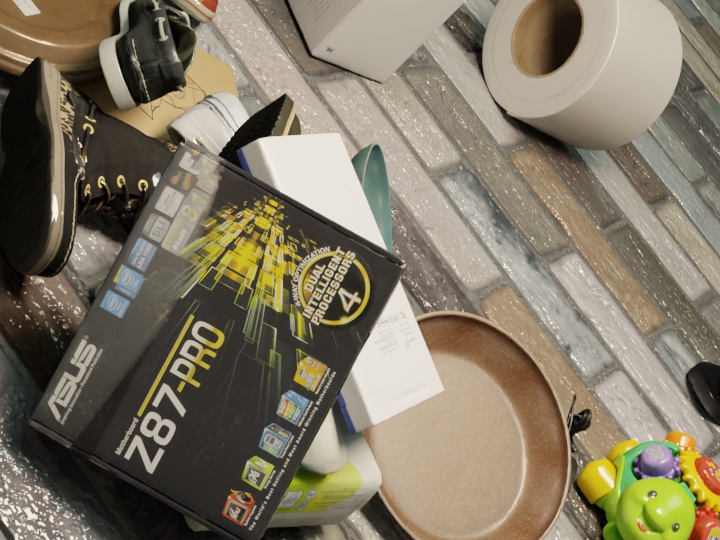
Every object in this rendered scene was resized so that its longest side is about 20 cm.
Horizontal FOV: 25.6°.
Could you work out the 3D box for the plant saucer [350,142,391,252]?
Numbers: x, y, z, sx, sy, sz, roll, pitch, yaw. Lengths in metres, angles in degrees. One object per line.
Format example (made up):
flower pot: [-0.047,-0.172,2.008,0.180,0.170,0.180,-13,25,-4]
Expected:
plant saucer: [0.000,0.000,1.258,0.200,0.027,0.203,0,90,-82]

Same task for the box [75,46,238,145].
box: [-0.177,-0.155,1.314,0.199,0.021,0.165,28,34,-36]

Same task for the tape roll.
tape roll: [0.263,-0.259,1.887,0.138,0.202,0.204,19,40,-44]

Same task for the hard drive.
hard drive: [-0.011,0.004,1.094,0.132,0.025,0.202,-14,81,-66]

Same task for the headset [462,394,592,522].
headset: [0.129,0.155,1.346,0.199,0.094,0.124,-17,72,-44]

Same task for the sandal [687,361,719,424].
sandal: [0.434,0.133,1.815,0.199,0.043,0.077,5,51,-53]

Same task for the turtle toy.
turtle toy: [0.274,0.214,1.423,0.146,0.101,0.199,55,28,11]

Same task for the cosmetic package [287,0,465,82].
cosmetic package: [0.018,-0.343,1.638,0.122,0.199,0.201,15,43,-46]

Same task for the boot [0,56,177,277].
boot: [-0.182,-0.053,1.133,0.150,0.073,0.201,29,29,-34]

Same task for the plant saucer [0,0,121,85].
plant saucer: [-0.266,-0.226,1.234,0.199,0.030,0.201,26,38,-22]

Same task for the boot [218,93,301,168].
boot: [-0.047,-0.023,1.153,0.138,0.077,0.201,40,41,-23]

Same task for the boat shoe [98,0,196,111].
boat shoe: [-0.155,-0.172,1.229,0.200,0.060,0.076,-95,168,-65]

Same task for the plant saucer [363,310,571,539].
plant saucer: [0.076,0.133,1.240,0.198,0.037,0.203,12,66,-28]

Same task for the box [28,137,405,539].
box: [-0.086,0.045,0.978,0.160,0.201,0.049,29,-3,3]

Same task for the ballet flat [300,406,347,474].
ballet flat: [-0.071,0.049,1.028,0.200,0.069,0.069,45,28,-4]

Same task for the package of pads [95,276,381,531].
package of pads: [-0.082,0.084,1.107,0.154,0.068,0.201,8,49,-50]

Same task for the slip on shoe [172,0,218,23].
slip on shoe: [-0.156,-0.307,1.493,0.074,0.061,0.201,33,33,-30]

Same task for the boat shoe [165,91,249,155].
boat shoe: [-0.090,-0.042,1.266,0.066,0.073,0.201,-30,87,-29]
